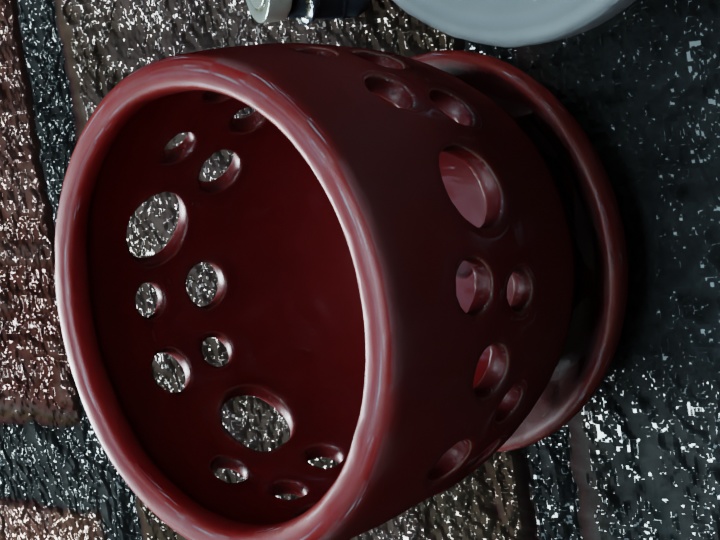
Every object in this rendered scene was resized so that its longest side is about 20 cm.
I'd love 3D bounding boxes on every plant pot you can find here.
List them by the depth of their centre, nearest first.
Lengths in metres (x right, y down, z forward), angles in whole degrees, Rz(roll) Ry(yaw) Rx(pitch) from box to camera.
[{"bbox_3d":[0.000,0.000,0.800,0.199,0.182,0.203,16,113,42],"label":"plant pot"}]

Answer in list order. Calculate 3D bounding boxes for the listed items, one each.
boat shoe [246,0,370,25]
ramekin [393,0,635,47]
[{"bbox_3d":[-0.018,-0.208,0.841,0.075,0.061,0.202,-145,53,-64],"label":"boat shoe"},{"bbox_3d":[0.076,-0.190,0.734,0.201,0.094,0.205,14,110,43],"label":"ramekin"}]
